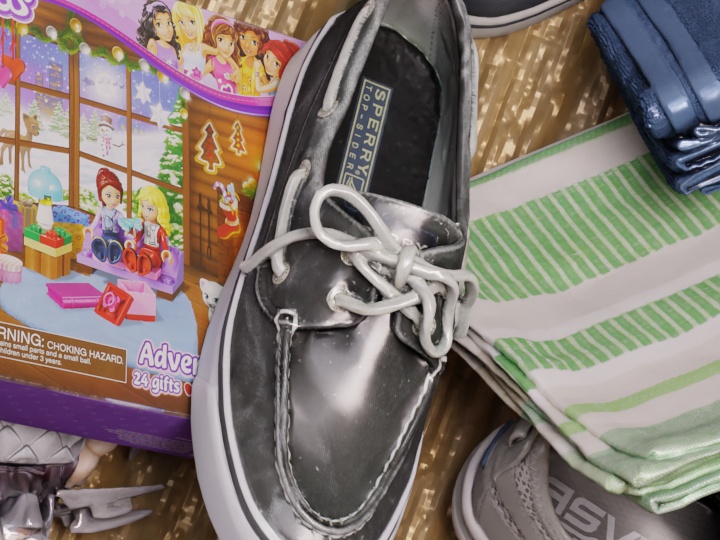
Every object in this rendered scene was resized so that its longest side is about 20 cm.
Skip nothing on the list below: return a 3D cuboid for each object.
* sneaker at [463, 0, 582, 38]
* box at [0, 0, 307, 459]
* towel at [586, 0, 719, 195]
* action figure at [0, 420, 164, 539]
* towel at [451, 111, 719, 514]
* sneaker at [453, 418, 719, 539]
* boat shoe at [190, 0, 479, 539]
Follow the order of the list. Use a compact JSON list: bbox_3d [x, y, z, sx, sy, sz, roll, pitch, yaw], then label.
[{"bbox_3d":[0.108,-0.148,1.035,0.199,0.079,0.079,-31,75,-15],"label":"sneaker"},{"bbox_3d":[-0.099,-0.024,0.909,0.199,0.039,0.138,14,65,-39],"label":"box"},{"bbox_3d":[0.174,-0.100,0.979,0.199,0.112,0.049,-30,118,6],"label":"towel"},{"bbox_3d":[-0.116,0.008,0.952,0.130,0.069,0.201,12,63,-47],"label":"action figure"},{"bbox_3d":[0.099,0.002,0.940,0.152,0.200,0.024,-22,119,-17],"label":"towel"},{"bbox_3d":[0.121,0.106,0.938,0.199,0.082,0.075,25,72,5],"label":"sneaker"},{"bbox_3d":[0.003,0.001,0.907,0.073,0.068,0.200,24,59,-16],"label":"boat shoe"}]
